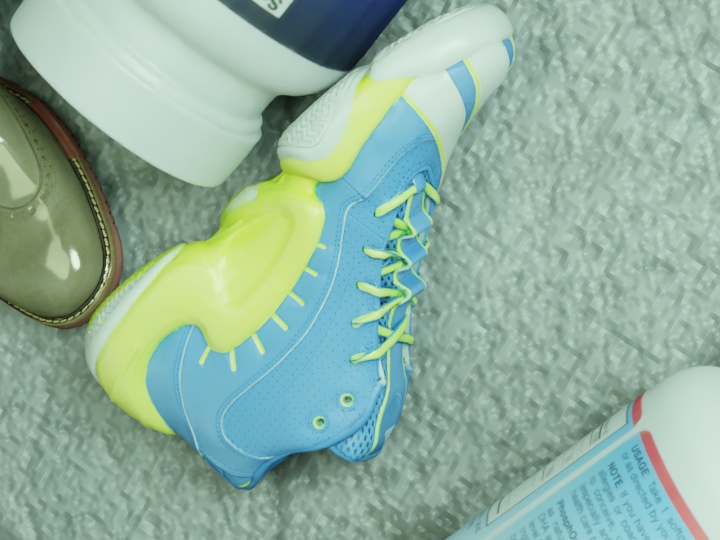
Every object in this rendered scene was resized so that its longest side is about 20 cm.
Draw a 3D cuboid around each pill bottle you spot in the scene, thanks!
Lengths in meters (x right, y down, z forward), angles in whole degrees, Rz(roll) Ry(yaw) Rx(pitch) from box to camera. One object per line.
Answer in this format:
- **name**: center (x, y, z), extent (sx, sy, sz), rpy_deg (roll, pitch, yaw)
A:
- **pill bottle**: center (-0.024, -0.133, 0.968), extent (0.116, 0.116, 0.200), rpy_deg (44, 105, 16)
- **pill bottle**: center (0.099, 0.102, 0.923), extent (0.200, 0.109, 0.109), rpy_deg (-38, 77, 17)

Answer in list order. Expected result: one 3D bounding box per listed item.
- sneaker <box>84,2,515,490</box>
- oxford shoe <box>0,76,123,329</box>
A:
- **sneaker**: center (0.000, 0.000, 0.990), extent (0.200, 0.076, 0.105), rpy_deg (-42, 88, 24)
- **oxford shoe**: center (-0.168, -0.055, 1.046), extent (0.200, 0.075, 0.070), rpy_deg (46, 105, 16)
